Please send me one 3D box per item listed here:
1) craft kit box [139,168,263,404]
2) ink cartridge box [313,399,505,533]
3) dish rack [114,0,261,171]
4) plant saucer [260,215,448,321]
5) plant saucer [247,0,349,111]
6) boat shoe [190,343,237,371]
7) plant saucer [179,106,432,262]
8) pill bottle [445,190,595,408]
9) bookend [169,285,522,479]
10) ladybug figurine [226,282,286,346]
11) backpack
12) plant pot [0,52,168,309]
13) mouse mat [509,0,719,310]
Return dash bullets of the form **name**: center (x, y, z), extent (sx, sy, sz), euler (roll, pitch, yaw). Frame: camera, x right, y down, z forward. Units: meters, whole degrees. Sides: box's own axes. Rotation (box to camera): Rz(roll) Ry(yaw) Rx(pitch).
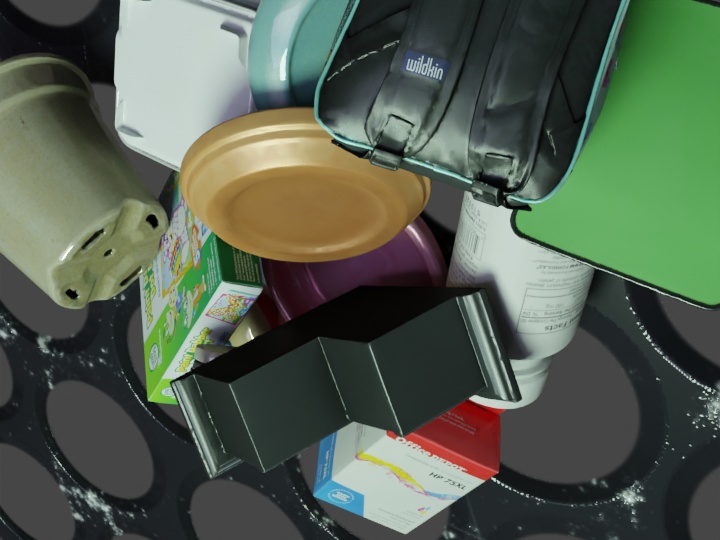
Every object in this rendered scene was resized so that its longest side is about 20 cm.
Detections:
- **craft kit box**: center (-0.161, -0.009, 0.950), extent (0.198, 0.048, 0.202), euler (-55, 37, 43)
- **ink cartridge box**: center (0.053, 0.168, 0.945), extent (0.115, 0.068, 0.200), euler (26, 135, -18)
- **dish rack**: center (-0.141, -0.155, 0.824), extent (0.199, 0.043, 0.174), euler (26, 119, 33)
- **plant saucer**: center (0.000, 0.000, 0.921), extent (0.199, 0.051, 0.203), euler (16, 124, 26)
- **plant saucer**: center (0.015, -0.159, 0.736), extent (0.027, 0.198, 0.202), euler (-125, 32, -51)
- **boat shoe**: center (-0.072, 0.111, 0.910), extent (0.072, 0.199, 0.063), euler (12, 89, 49)
- **plant saucer**: center (-0.042, -0.056, 0.772), extent (0.197, 0.038, 0.201), euler (-1, 154, 0)
- **pill bottle**: center (0.127, 0.007, 0.795), extent (0.113, 0.114, 0.202), euler (23, 127, 21)
- **bookend**: center (-0.017, 0.092, 0.774), extent (0.199, 0.197, 0.093), euler (-2, 112, 61)
- **ladybug figurine**: center (-0.121, 0.079, 1.022), extent (0.136, 0.072, 0.201), euler (43, 142, 26)
- **backpack**: center (0.081, -0.159, 0.629), extent (0.174, 0.153, 0.202), euler (19, 106, 10)
- **plant pot**: center (-0.291, -0.071, 0.953), extent (0.184, 0.200, 0.201), euler (45, 133, 19)
- **mouse mat**: center (0.208, -0.090, 0.674), extent (0.160, 0.008, 0.202), euler (23, 90, 20)
